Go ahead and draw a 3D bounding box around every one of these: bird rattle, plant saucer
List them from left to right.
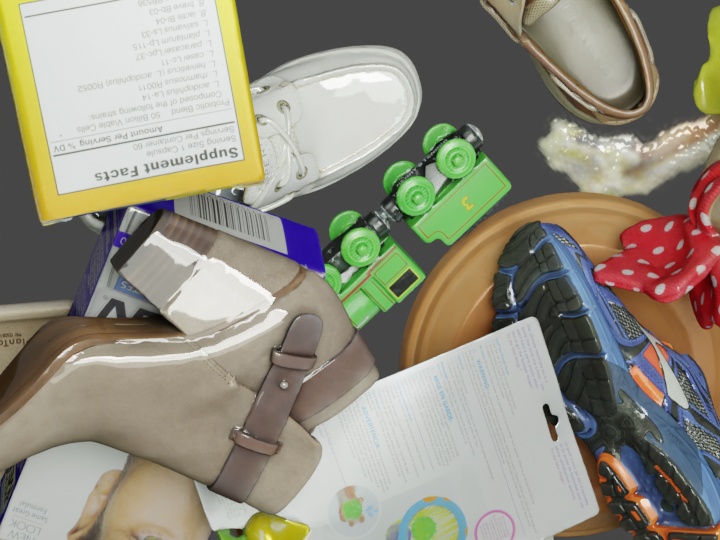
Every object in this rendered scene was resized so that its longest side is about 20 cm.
[{"bbox_3d":[0.122,0.058,1.193,0.198,0.037,0.202,-1,103,-6],"label":"plant saucer"},{"bbox_3d":[0.207,-0.067,1.099,0.113,0.163,0.200,41,63,-3],"label":"bird rattle"}]

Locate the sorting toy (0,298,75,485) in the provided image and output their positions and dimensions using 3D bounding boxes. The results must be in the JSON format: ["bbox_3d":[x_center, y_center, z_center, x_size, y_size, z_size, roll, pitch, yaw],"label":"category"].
[{"bbox_3d":[-0.185,0.110,1.172,0.183,0.037,0.202,-5,108,-6],"label":"sorting toy"}]

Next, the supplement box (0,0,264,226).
[{"bbox_3d":[-0.116,-0.137,0.995,0.108,0.110,0.202,-10,105,-3],"label":"supplement box"}]

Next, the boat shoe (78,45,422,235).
[{"bbox_3d":[-0.057,-0.061,1.125,0.199,0.069,0.071,-23,103,-2],"label":"boat shoe"}]

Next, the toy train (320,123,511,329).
[{"bbox_3d":[0.000,0.000,1.164,0.200,0.042,0.056,-43,115,4],"label":"toy train"}]

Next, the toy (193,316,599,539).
[{"bbox_3d":[0.015,0.111,1.119,0.199,0.047,0.116,-23,103,-14],"label":"toy"}]

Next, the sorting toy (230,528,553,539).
[{"bbox_3d":[0.031,0.197,1.179,0.179,0.107,0.202,-17,105,-4],"label":"sorting toy"}]

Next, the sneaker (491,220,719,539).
[{"bbox_3d":[0.141,0.060,1.146,0.075,0.078,0.201,-28,95,45],"label":"sneaker"}]

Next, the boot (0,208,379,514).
[{"bbox_3d":[-0.093,0.071,1.038,0.146,0.070,0.200,41,102,-20],"label":"boot"}]

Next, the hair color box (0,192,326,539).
[{"bbox_3d":[-0.106,0.059,1.104,0.109,0.065,0.201,19,112,-14],"label":"hair color box"}]

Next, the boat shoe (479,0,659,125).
[{"bbox_3d":[0.094,-0.159,1.119,0.076,0.072,0.200,-43,104,4],"label":"boat shoe"}]
